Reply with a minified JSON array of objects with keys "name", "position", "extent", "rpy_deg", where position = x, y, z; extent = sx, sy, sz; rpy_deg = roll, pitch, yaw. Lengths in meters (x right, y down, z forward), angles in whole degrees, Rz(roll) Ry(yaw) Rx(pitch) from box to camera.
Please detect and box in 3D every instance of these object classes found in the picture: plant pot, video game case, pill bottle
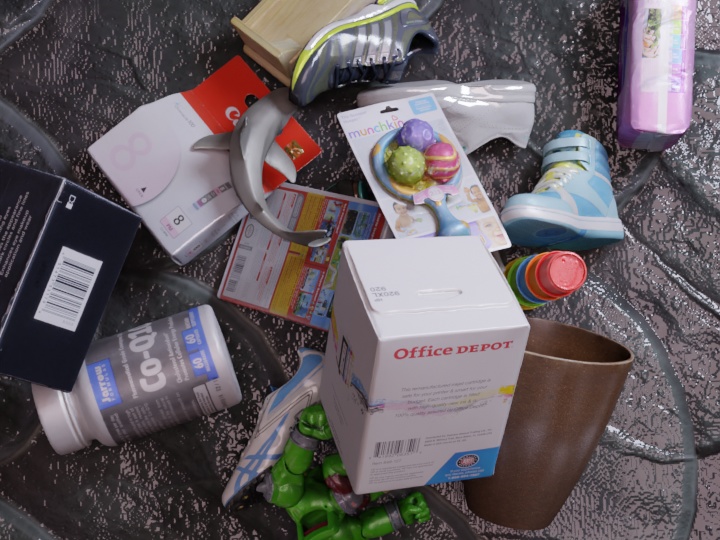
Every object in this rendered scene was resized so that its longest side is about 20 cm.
[{"name":"plant pot","position":[0.178,0.165,1.335],"extent":[0.187,0.187,0.200],"rpy_deg":[9,101,-3]},{"name":"video game case","position":[-0.058,-0.016,1.335],"extent":[0.200,0.017,0.143],"rpy_deg":[15,84,39]},{"name":"pill bottle","position":[-0.237,0.119,1.329],"extent":[0.200,0.114,0.114],"rpy_deg":[-19,88,-5]}]

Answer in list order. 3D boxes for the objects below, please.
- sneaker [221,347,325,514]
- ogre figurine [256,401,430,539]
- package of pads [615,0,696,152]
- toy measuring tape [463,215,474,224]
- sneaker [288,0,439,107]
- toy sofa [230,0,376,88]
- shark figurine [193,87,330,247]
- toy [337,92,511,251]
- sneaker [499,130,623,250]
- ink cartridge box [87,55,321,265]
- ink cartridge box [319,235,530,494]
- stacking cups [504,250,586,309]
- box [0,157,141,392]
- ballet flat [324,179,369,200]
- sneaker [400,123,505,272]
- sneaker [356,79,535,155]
[{"name":"sneaker","position":[-0.090,0.174,1.365],"extent":[0.072,0.072,0.200],"rpy_deg":[35,89,27]},{"name":"ogre figurine","position":[-0.026,0.232,1.334],"extent":[0.120,0.200,0.098],"rpy_deg":[-38,51,8]},{"name":"package of pads","position":[0.325,-0.237,1.384],"extent":[0.076,0.121,0.200],"rpy_deg":[2,86,3]},{"name":"toy measuring tape","position":[0.042,0.017,1.305],"extent":[0.074,0.074,0.200],"rpy_deg":[30,96,-1]},{"name":"sneaker","position":[0.005,-0.232,1.356],"extent":[0.200,0.074,0.081],"rpy_deg":[-38,72,-24]},{"name":"toy sofa","position":[-0.040,-0.299,1.394],"extent":[0.083,0.098,0.200],"rpy_deg":[40,85,24]},{"name":"shark figurine","position":[-0.105,-0.111,1.299],"extent":[0.128,0.090,0.215],"rpy_deg":[-7,60,-8]},{"name":"toy","position":[0.068,-0.102,1.276],"extent":[0.115,0.047,0.200],"rpy_deg":[-15,68,-21]},{"name":"sneaker","position":[0.208,-0.094,1.355],"extent":[0.079,0.200,0.131],"rpy_deg":[-14,77,36]},{"name":"ink cartridge box","position":[-0.170,-0.129,1.364],"extent":[0.200,0.057,0.163],"rpy_deg":[-40,74,0]},{"name":"ink cartridge box","position":[0.055,0.087,1.202],"extent":[0.147,0.145,0.200],"rpy_deg":[-4,129,-17]},{"name":"stacking cups","position":[0.193,0.012,1.319],"extent":[0.060,0.200,0.061],"rpy_deg":[0,89,-4]},{"name":"box","position":[-0.357,-0.005,1.282],"extent":[0.200,0.117,0.197],"rpy_deg":[18,84,37]},{"name":"ballet flat","position":[0.000,0.000,1.376],"extent":[0.068,0.068,0.200],"rpy_deg":[-17,93,11]},{"name":"sneaker","position":[0.096,-0.077,1.351],"extent":[0.075,0.090,0.200],"rpy_deg":[-37,108,-20]},{"name":"sneaker","position":[0.095,-0.166,1.395],"extent":[0.200,0.075,0.089],"rpy_deg":[0,105,-1]}]
